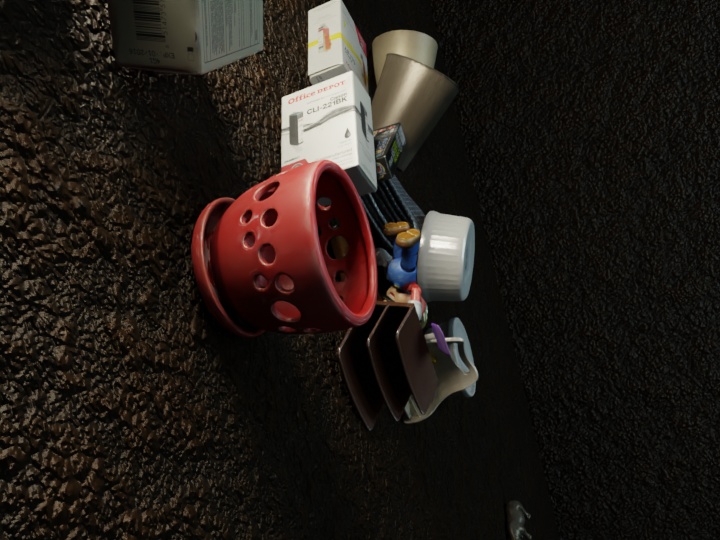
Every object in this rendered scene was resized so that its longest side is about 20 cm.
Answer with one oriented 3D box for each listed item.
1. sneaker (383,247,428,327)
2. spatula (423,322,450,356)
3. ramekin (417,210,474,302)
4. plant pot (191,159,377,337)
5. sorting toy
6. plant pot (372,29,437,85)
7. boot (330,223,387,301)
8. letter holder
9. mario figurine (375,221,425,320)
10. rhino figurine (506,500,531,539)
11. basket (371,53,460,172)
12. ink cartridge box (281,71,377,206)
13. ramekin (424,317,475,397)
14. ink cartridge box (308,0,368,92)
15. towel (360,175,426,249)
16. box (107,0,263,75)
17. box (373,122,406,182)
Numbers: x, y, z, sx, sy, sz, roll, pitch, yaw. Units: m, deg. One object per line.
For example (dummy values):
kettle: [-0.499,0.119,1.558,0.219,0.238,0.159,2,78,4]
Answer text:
sneaker: [0.088,0.044,1.413,0.203,0.076,0.088,69,21,2]
spatula: [0.111,0.122,1.162,0.199,0.020,0.057,-6,-75,65]
ramekin: [0.193,-0.027,1.394,0.200,0.096,0.204,6,90,-73]
plant pot: [-0.092,-0.014,0.780,0.200,0.180,0.204,-15,90,-71]
sorting toy: [0.139,0.195,1.284,0.108,0.177,0.202,-76,147,-52]
plant pot: [0.118,-0.527,1.758,0.187,0.184,0.204,21,72,-67]
boot: [0.000,0.000,1.215,0.188,0.068,0.203,-20,97,-59]
letter holder: [0.049,0.176,1.104,0.143,0.099,0.202,-56,138,-42]
mario figurine: [0.064,0.023,1.148,0.124,0.104,0.203,-69,158,-63]
rhino figurine: [0.506,0.835,2.041,0.087,0.059,0.201,45,32,-21]
basket: [0.085,-0.323,1.326,0.202,0.179,0.136,-62,157,5]
ink cartridge box: [-0.056,-0.219,1.077,0.084,0.142,0.203,45,35,-54]
ramekin: [0.225,0.229,1.628,0.202,0.093,0.206,-14,90,-71]
ink cartridge box: [-0.045,-0.448,1.350,0.145,0.082,0.203,48,34,-53]
towel: [0.072,-0.142,1.392,0.202,0.085,0.165,59,18,6]
box: [-0.199,-0.317,0.750,0.201,0.107,0.130,-65,161,-62]
box: [-0.004,-0.208,1.190,0.201,0.158,0.045,-68,141,-58]
